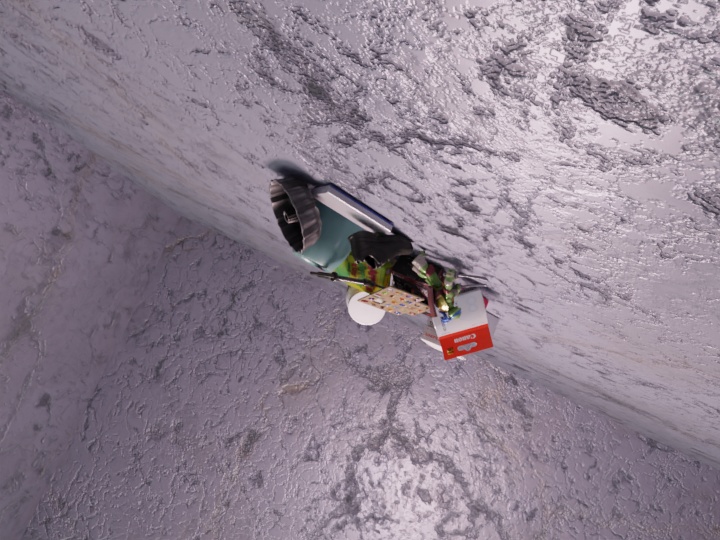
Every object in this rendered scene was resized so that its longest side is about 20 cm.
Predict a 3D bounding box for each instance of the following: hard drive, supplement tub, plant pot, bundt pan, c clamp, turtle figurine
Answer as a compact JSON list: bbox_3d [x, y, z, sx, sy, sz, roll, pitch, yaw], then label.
[{"bbox_3d":[-0.024,-0.157,1.473,0.197,0.026,0.131,30,172,-24],"label":"hard drive"},{"bbox_3d":[0.026,0.069,1.879,0.142,0.146,0.201,27,-153,-10],"label":"supplement tub"},{"bbox_3d":[-0.108,-0.095,1.653,0.196,0.164,0.201,25,173,3],"label":"plant pot"},{"bbox_3d":[-0.163,-0.153,1.497,0.203,0.074,0.205,51,154,36],"label":"bundt pan"},{"bbox_3d":[-0.042,0.023,1.656,0.196,0.028,0.169,11,180,-37],"label":"c clamp"},{"bbox_3d":[0.242,0.020,1.576,0.194,0.201,0.143,46,-153,14],"label":"turtle figurine"}]

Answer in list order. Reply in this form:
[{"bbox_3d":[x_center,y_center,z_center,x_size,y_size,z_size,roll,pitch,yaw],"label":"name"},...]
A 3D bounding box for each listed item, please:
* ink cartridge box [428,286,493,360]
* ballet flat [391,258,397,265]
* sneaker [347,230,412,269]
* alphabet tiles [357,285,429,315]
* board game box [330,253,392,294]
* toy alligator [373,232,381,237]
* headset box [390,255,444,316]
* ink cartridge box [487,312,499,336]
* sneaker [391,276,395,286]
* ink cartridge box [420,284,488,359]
[{"bbox_3d":[0.297,0.162,1.681,0.156,0.205,0.047,-16,-166,7],"label":"ink cartridge box"},{"bbox_3d":[0.086,-0.027,1.803,0.070,0.070,0.200,28,171,33],"label":"ballet flat"},{"bbox_3d":[0.055,-0.047,1.512,0.195,0.093,0.076,2,161,-29],"label":"sneaker"},{"bbox_3d":[0.115,0.096,1.712,0.196,0.008,0.166,20,152,-30],"label":"alphabet tiles"},{"bbox_3d":[0.000,0.000,1.751,0.196,0.104,0.047,22,-150,29],"label":"board game box"},{"bbox_3d":[0.050,-0.085,1.626,0.200,0.058,0.055,61,-173,-68],"label":"toy alligator"},{"bbox_3d":[0.182,0.044,1.751,0.146,0.076,0.202,21,150,30],"label":"headset box"},{"bbox_3d":[0.370,0.164,2.040,0.196,0.087,0.147,27,172,-15],"label":"ink cartridge box"},{"bbox_3d":[0.184,0.080,1.937,0.196,0.132,0.079,28,172,-19],"label":"sneaker"},{"bbox_3d":[0.298,0.159,1.817,0.143,0.204,0.084,16,169,47],"label":"ink cartridge box"}]
